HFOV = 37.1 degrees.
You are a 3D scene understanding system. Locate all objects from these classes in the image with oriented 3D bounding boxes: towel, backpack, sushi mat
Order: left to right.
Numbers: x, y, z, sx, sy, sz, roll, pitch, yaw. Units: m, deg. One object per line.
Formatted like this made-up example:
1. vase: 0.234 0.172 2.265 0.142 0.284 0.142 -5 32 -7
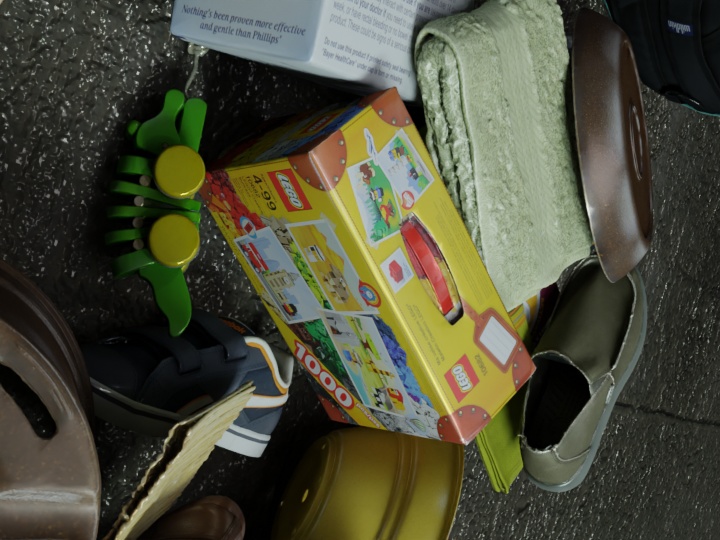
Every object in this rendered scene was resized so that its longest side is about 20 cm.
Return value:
1. sushi mat: -0.096 0.104 0.551 0.096 0.012 0.200 -53 178 1
2. towel: 0.113 0.083 0.842 0.086 0.018 0.202 -43 132 -26
3. towel: 0.102 -0.079 0.704 0.148 0.036 0.203 -34 118 -41
4. backpack: 0.313 -0.243 0.961 0.154 0.174 0.201 -48 138 -19

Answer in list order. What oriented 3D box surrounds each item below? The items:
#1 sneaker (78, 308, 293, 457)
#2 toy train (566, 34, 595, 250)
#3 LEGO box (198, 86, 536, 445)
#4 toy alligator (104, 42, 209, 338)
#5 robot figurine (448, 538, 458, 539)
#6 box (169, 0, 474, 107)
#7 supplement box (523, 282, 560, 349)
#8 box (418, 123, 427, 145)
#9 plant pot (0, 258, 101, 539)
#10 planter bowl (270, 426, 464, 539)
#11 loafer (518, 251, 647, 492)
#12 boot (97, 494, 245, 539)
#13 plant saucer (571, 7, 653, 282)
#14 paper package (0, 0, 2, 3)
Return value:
1. sneaker: -0.112 0.060 0.670 0.080 0.078 0.199 -63 150 -1
2. toy train: 0.171 -0.098 0.930 0.113 0.085 0.203 -31 126 -23
3. LEGO box: 0.000 0.000 0.677 0.077 0.148 0.202 -40 111 -29
4. toy alligator: -0.121 -0.063 0.637 0.053 0.059 0.204 5 82 -15
5. robot figurine: 0.025 0.293 0.863 0.143 0.116 0.203 23 94 -57
6. box: -0.004 -0.216 0.644 0.183 0.104 0.204 1 104 -62
7. supplement box: 0.107 0.044 0.900 0.111 0.085 0.201 -52 136 -21
8. box: 0.074 -0.053 0.798 0.200 0.121 0.048 -42 154 -29
9. plant pot: -0.196 0.081 0.439 0.197 0.198 0.204 0 90 -22
10. planter bowl: -0.011 0.180 0.786 0.083 0.200 0.203 28 80 -13
11. loafer: 0.175 0.072 0.847 0.070 0.074 0.203 46 58 -57
12. boot: -0.148 0.191 0.566 0.185 0.200 0.065 -34 92 1
13. plant saucer: 0.190 -0.094 0.792 0.200 0.032 0.204 -6 90 -70
14. paper package: -0.181 -0.251 0.461 0.202 0.102 0.191 -57 137 -18
